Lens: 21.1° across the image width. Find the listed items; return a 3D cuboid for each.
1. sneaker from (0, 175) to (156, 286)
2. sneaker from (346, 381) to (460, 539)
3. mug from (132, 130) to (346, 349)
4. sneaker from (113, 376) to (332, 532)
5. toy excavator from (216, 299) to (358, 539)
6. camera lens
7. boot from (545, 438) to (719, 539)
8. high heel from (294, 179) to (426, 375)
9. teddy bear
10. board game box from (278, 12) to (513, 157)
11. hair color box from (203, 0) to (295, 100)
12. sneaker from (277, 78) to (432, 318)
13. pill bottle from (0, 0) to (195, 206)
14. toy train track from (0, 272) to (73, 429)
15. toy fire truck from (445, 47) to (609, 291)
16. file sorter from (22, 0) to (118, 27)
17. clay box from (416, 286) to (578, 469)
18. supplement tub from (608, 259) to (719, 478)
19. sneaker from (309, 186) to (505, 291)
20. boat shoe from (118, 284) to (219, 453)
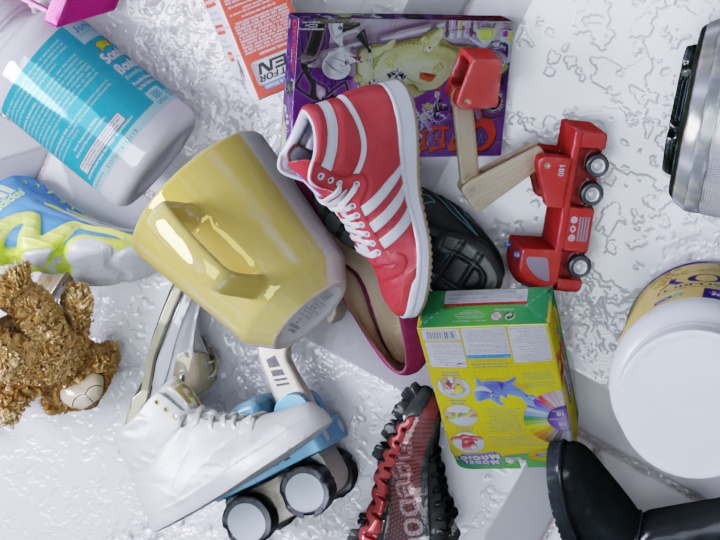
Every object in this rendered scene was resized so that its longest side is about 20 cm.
[{"bbox_3d":[-0.276,-0.044,1.765,0.199,0.105,0.076,0,151,-15],"label":"sneaker"},{"bbox_3d":[0.052,0.199,1.752,0.098,0.071,0.201,18,109,9],"label":"sneaker"},{"bbox_3d":[-0.104,-0.008,1.659,0.153,0.186,0.150,47,137,15],"label":"mug"},{"bbox_3d":[-0.129,0.137,1.696,0.200,0.074,0.116,-30,82,20],"label":"sneaker"},{"bbox_3d":[-0.070,0.123,1.756,0.194,0.100,0.200,-29,87,17],"label":"toy excavator"},{"bbox_3d":[0.350,-0.111,1.555,0.199,0.160,0.160,12,106,10],"label":"camera lens"},{"bbox_3d":[0.259,0.220,1.688,0.162,0.073,0.199,-8,123,21],"label":"boot"},{"bbox_3d":[0.000,0.000,1.699,0.067,0.096,0.200,-38,93,19],"label":"high heel"},{"bbox_3d":[-0.287,0.071,1.741,0.067,0.145,0.200,23,146,37],"label":"teddy bear"},{"bbox_3d":[0.031,-0.155,1.632,0.200,0.032,0.120,-3,111,-24],"label":"board game box"},{"bbox_3d":[-0.105,-0.248,1.648,0.064,0.111,0.200,-22,99,-7],"label":"hair color box"},{"bbox_3d":[-0.006,-0.050,1.593,0.112,0.071,0.201,-13,104,-25],"label":"sneaker"},{"bbox_3d":[-0.252,-0.157,1.712,0.200,0.111,0.111,39,109,1],"label":"pill bottle"},{"bbox_3d":[-0.325,0.073,1.828,0.115,0.033,0.200,41,104,28],"label":"toy train track"},{"bbox_3d":[0.135,-0.082,1.645,0.141,0.049,0.201,4,107,-13],"label":"toy fire truck"},{"bbox_3d":[-0.251,-0.331,1.653,0.125,0.139,0.200,27,108,7],"label":"file sorter"},{"bbox_3d":[0.124,0.098,1.686,0.115,0.048,0.200,-2,138,14],"label":"clay box"},{"bbox_3d":[0.282,0.080,1.599,0.145,0.200,0.146,3,105,12],"label":"supplement tub"},{"bbox_3d":[0.041,-0.040,1.692,0.200,0.079,0.075,37,114,6],"label":"sneaker"},{"bbox_3d":[-0.163,0.087,1.778,0.068,0.075,0.200,18,112,-1],"label":"boat shoe"}]
